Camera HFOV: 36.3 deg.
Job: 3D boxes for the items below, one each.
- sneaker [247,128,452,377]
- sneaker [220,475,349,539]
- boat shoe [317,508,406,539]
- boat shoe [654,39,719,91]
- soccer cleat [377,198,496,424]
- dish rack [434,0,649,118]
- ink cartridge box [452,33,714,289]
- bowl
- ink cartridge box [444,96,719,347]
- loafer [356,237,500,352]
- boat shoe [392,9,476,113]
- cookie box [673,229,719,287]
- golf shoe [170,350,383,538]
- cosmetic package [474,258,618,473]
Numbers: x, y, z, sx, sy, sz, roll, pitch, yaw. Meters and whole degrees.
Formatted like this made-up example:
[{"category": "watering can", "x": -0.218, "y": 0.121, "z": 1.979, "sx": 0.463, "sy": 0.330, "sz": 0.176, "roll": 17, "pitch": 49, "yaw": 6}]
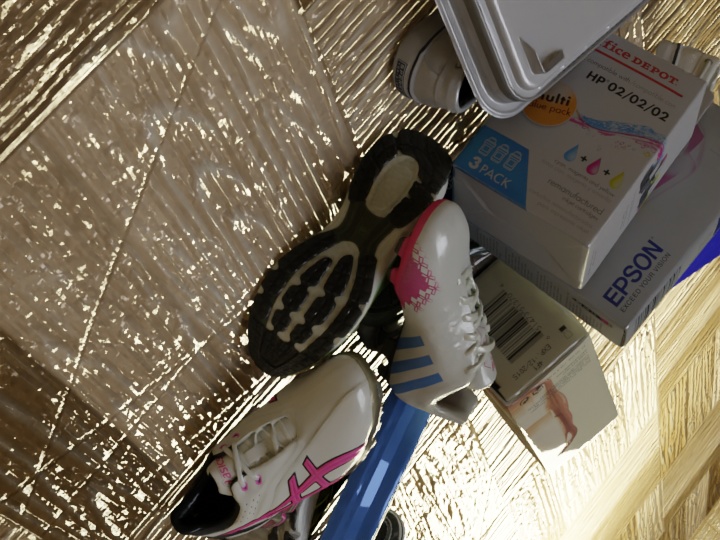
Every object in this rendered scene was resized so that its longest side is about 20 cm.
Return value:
[{"category": "sneaker", "x": 0.000, "y": 0.000, "z": 0.786, "sx": 0.201, "sy": 0.077, "sz": 0.089, "roll": -50, "pitch": 158, "yaw": -7}, {"category": "sneaker", "x": -0.045, "y": 0.179, "z": 0.881, "sx": 0.084, "sy": 0.074, "sz": 0.203, "roll": -2, "pitch": 120, "yaw": -55}, {"category": "boat shoe", "x": -0.033, "y": 0.286, "z": 1.007, "sx": 0.199, "sy": 0.070, "sz": 0.064, "roll": -39, "pitch": 147, "yaw": -25}, {"category": "boat shoe", "x": 0.265, "y": -0.095, "z": 0.902, "sx": 0.075, "sy": 0.085, "sz": 0.205, "roll": 77, "pitch": 30, "yaw": -60}, {"category": "soccer cleat", "x": 0.065, "y": 0.033, "z": 0.766, "sx": 0.070, "sy": 0.085, "sz": 0.202, "roll": -47, "pitch": 157, "yaw": -32}, {"category": "dish rack", "x": 0.129, "y": -0.217, "z": 0.718, "sx": 0.200, "sy": 0.043, "sz": 0.174, "roll": -41, "pitch": 118, "yaw": -27}, {"category": "ink cartridge box", "x": 0.166, "y": -0.102, "z": 0.789, "sx": 0.201, "sy": 0.114, "sz": 0.068, "roll": -51, "pitch": 159, "yaw": -19}, {"category": "bowl", "x": 0.016, "y": 0.168, "z": 0.916, "sx": 0.203, "sy": 0.039, "sz": 0.201, "roll": -63, "pitch": 174, "yaw": -12}, {"category": "ink cartridge box", "x": 0.178, "y": -0.076, "z": 0.836, "sx": 0.197, "sy": 0.199, "sz": 0.043, "roll": -47, "pitch": 159, "yaw": -15}, {"category": "loafer", "x": 0.071, "y": -0.008, "z": 0.880, "sx": 0.198, "sy": 0.072, "sz": 0.064, "roll": -33, "pitch": 143, "yaw": -20}, {"category": "boat shoe", "x": 0.109, "y": -0.174, "z": 0.778, "sx": 0.200, "sy": 0.065, "sz": 0.074, "roll": -44, "pitch": 148, "yaw": -21}, {"category": "cookie box", "x": 0.264, "y": -0.073, "z": 1.022, "sx": 0.198, "sy": 0.074, "sz": 0.175, "roll": -24, "pitch": 105, "yaw": -43}, {"category": "golf shoe", "x": -0.059, "y": 0.132, "z": 0.771, "sx": 0.091, "sy": 0.073, "sz": 0.200, "roll": -10, "pitch": 148, "yaw": -50}, {"category": "cosmetic package", "x": 0.142, "y": 0.082, "z": 0.912, "sx": 0.087, "sy": 0.104, "sz": 0.200, "roll": -40, "pitch": 148, "yaw": -1}]
